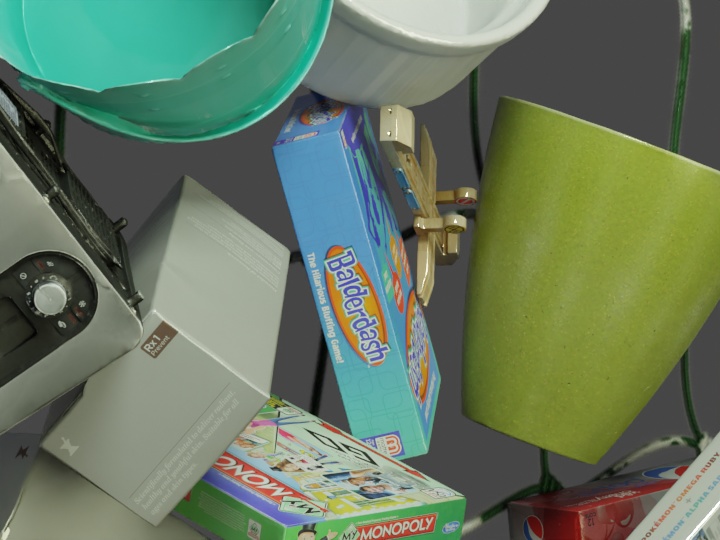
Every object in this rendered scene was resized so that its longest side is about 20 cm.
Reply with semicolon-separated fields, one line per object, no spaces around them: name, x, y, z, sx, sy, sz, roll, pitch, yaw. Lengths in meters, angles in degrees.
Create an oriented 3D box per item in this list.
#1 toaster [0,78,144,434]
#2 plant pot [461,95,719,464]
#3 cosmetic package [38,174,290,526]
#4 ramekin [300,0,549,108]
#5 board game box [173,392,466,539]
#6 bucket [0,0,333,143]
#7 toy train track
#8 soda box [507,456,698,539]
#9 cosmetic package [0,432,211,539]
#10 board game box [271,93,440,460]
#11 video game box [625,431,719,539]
toaster;-0.208;-0.032;1.526;0.119;0.200;0.181;-35;108;3
plant pot;0.141;0.014;1.870;0.187;0.187;0.200;19;92;-40
cosmetic package;-0.104;0.040;1.607;0.090;0.107;0.200;36;22;-15
ramekin;0.009;-0.193;1.744;0.200;0.098;0.201;15;53;-22
board game box;-0.055;0.114;1.663;0.135;0.200;0.029;-5;111;-42
bucket;-0.113;-0.170;1.581;0.135;0.207;0.207;61;42;-74
toy train track;0.045;-0.051;1.790;0.200;0.033;0.115;61;28;-66
soda box;0.193;0.171;1.966;0.200;0.070;0.063;-10;98;-41
cosmetic package;-0.145;0.180;1.669;0.200;0.074;0.102;38;66;-32
board game box;0.000;0.000;1.758;0.152;0.045;0.200;-75;151;-74
video game box;0.229;0.228;1.936;0.182;0.047;0.200;-48;136;-20
